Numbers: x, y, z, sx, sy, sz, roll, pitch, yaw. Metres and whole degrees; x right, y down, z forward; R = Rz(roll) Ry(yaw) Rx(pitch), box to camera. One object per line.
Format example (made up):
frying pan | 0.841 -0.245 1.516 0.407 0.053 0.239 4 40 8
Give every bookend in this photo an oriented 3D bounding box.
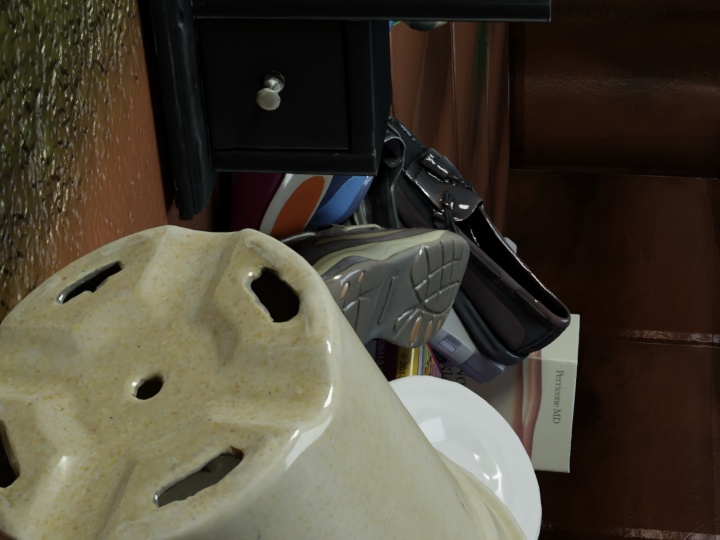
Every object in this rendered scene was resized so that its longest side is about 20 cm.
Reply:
bookend | 0.007 -0.128 0.714 0.092 0.196 0.202 -79 169 -54

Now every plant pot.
plant pot | -0.046 0.090 0.552 0.184 0.198 0.202 68 24 -44

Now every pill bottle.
pill bottle | -0.006 0.143 0.786 0.200 0.110 0.111 -44 -152 47

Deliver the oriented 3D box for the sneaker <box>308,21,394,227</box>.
sneaker | -0.028 -0.116 0.920 0.082 0.073 0.202 -30 135 -50

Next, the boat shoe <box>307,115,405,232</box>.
boat shoe | 0.000 -0.070 1.013 0.070 0.066 0.202 37 43 -47

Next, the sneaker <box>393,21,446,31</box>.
sneaker | 0.012 -0.181 1.013 0.200 0.076 0.089 -120 -138 -59

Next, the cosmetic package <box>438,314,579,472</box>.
cosmetic package | 0.068 0.088 1.199 0.087 0.198 0.104 -70 161 -66

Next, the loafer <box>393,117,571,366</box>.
loafer | 0.077 -0.029 1.086 0.201 0.063 0.072 56 36 -7

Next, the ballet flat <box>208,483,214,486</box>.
ballet flat | -0.072 0.079 0.743 0.201 0.067 0.069 -92 171 -61

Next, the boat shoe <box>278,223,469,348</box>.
boat shoe | 0.000 0.000 0.885 0.200 0.073 0.075 -2 116 -63

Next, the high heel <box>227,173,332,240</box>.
high heel | -0.057 -0.093 0.855 0.067 0.096 0.202 -15 131 -64

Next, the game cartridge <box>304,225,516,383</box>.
game cartridge | 0.033 -0.018 1.107 0.199 0.038 0.131 37 48 -28

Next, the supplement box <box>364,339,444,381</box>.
supplement box | -0.005 0.110 1.039 0.200 0.102 0.132 62 32 -73
